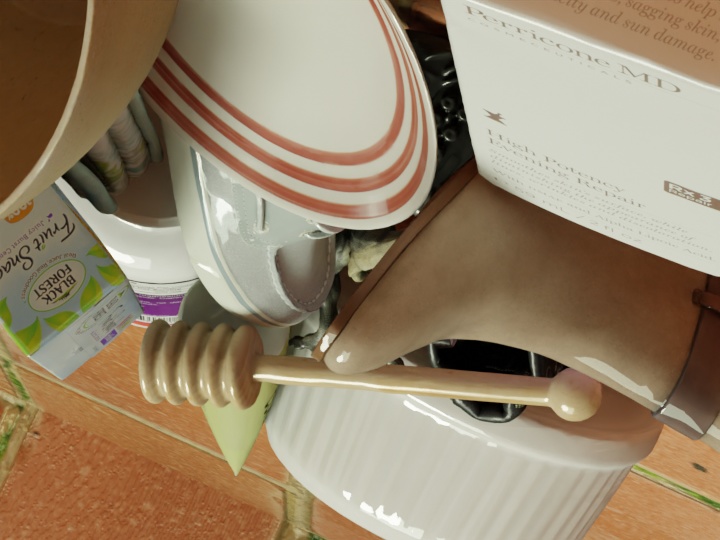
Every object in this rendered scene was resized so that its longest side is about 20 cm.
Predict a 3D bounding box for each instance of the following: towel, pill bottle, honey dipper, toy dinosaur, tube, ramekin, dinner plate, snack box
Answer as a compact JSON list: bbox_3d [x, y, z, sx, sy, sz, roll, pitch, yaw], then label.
[{"bbox_3d":[-0.152,-0.112,1.107,0.171,0.048,0.200,49,174,12],"label":"towel"},{"bbox_3d":[-0.092,-0.041,1.311,0.112,0.113,0.200,24,169,1],"label":"pill bottle"},{"bbox_3d":[0.005,0.045,1.197,0.199,0.038,0.038,3,163,16],"label":"honey dipper"},{"bbox_3d":[0.000,0.000,1.260,0.047,0.088,0.200,4,-169,-11],"label":"toy dinosaur"},{"bbox_3d":[-0.058,0.043,1.340,0.052,0.058,0.200,41,168,7],"label":"tube"},{"bbox_3d":[0.043,0.071,1.404,0.202,0.094,0.202,23,-164,-7],"label":"ramekin"},{"bbox_3d":[-0.044,-0.099,1.028,0.200,0.024,0.200,34,153,20],"label":"dinner plate"},{"bbox_3d":[-0.150,-0.029,1.119,0.142,0.053,0.200,49,175,2],"label":"snack box"}]

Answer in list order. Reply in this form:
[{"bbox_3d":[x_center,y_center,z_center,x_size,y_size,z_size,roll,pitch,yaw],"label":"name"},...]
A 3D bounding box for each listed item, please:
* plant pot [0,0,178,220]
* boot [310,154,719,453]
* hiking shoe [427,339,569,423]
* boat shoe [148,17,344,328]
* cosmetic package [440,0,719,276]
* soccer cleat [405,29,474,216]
[{"bbox_3d":[-0.133,-0.117,0.922,0.200,0.201,0.134,20,-157,23],"label":"plant pot"},{"bbox_3d":[0.087,0.014,1.030,0.146,0.200,0.070,42,141,0],"label":"boot"},{"bbox_3d":[0.063,0.024,1.289,0.076,0.101,0.200,8,164,24],"label":"hiking shoe"},{"bbox_3d":[-0.033,-0.044,1.160,0.071,0.070,0.201,17,144,28],"label":"boat shoe"},{"bbox_3d":[0.087,-0.068,0.890,0.101,0.074,0.200,22,170,12],"label":"cosmetic package"},{"bbox_3d":[0.073,-0.032,1.135,0.200,0.068,0.073,32,-171,-16],"label":"soccer cleat"}]
